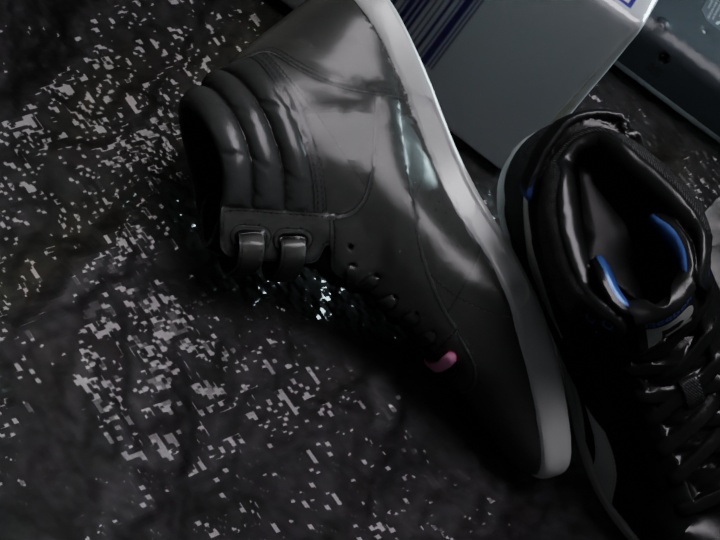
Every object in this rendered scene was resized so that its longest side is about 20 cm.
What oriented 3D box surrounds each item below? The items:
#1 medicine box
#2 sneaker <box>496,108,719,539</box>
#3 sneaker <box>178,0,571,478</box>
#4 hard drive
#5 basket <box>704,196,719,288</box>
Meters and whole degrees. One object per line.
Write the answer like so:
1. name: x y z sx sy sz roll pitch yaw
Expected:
1. medicine box: 0.051 -0.173 1.097 0.182 0.103 0.200 37 42 -2
2. sneaker: 0.108 0.038 0.919 0.073 0.112 0.201 -28 89 -3
3. sneaker: 0.000 0.000 0.948 0.099 0.071 0.201 -26 91 -15
4. hard drive: 0.218 -0.082 1.186 0.200 0.033 0.140 36 42 -3
5. basket: 0.241 0.008 1.003 0.198 0.200 0.161 43 40 6
